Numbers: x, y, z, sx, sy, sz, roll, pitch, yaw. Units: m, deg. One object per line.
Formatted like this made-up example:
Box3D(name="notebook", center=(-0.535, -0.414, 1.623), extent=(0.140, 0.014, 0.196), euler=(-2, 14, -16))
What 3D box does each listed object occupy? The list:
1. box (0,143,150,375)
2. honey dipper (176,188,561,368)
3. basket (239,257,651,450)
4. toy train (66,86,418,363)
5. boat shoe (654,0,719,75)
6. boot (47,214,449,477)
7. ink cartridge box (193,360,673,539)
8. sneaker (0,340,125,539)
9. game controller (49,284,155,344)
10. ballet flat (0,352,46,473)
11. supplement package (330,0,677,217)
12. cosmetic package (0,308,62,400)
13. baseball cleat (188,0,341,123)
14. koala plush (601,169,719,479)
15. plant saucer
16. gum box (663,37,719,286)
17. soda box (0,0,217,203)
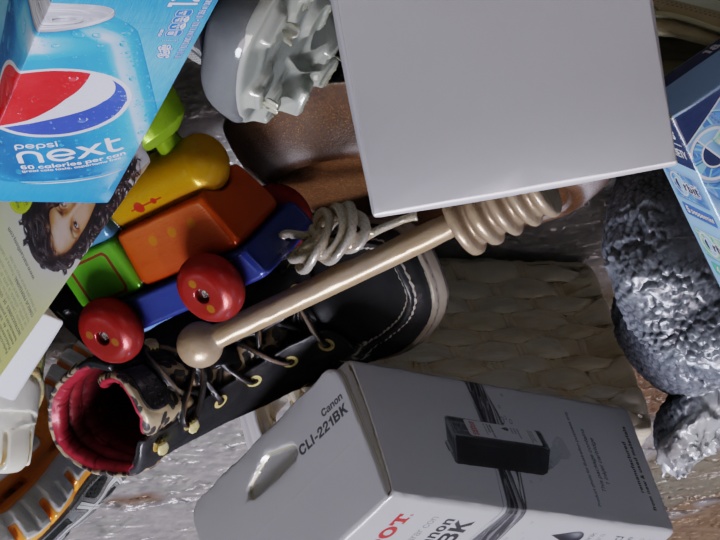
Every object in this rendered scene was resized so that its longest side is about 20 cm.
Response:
Box3D(name="box", center=(-0.166, -0.008, 1.134), extent=(0.050, 0.200, 0.075), euler=(8, 140, 30))
Box3D(name="honey dipper", center=(0.000, 0.000, 1.238), extent=(0.200, 0.038, 0.038), euler=(-27, 150, 20))
Box3D(name="basket", center=(0.047, 0.073, 1.486), extent=(0.200, 0.136, 0.123), euler=(1, 143, -29))
Box3D(name="toy train", center=(-0.074, -0.043, 1.232), extent=(0.200, 0.085, 0.116), euler=(-23, 107, 39))
Box3D(name="boat shoe", center=(0.098, -0.108, 1.214), extent=(0.200, 0.063, 0.073), euler=(-4, 155, -11))
Box3D(name="boot", center=(-0.059, 0.040, 1.328), extent=(0.150, 0.073, 0.200), euler=(-27, -174, -35))
Box3D(name="ink cartridge box", center=(0.037, 0.130, 1.366), extent=(0.200, 0.084, 0.144), euler=(12, 136, -38))
Box3D(name="sneaker", center=(-0.164, 0.103, 1.486), extent=(0.200, 0.078, 0.077), euler=(-37, 163, -37))
Box3D(name="game controller", center=(-0.118, -0.001, 1.402), extent=(0.104, 0.042, 0.200), euler=(-14, 155, 12))
Box3D(name="ballet flat", center=(-0.208, 0.099, 1.368), extent=(0.071, 0.071, 0.200), euler=(22, 109, -47))
Box3D(name="supplement package", center=(0.054, -0.094, 1.072), extent=(0.121, 0.120, 0.200), euler=(-9, -176, 3))
Box3D(name="cosmetic package", center=(-0.251, -0.020, 1.195), extent=(0.200, 0.151, 0.052), euler=(23, 105, -49))
Box3D(name="baseball cleat", center=(-0.062, -0.105, 1.088), extent=(0.106, 0.070, 0.200), euler=(30, 179, 5))
Box3D(name="koala plush", center=(0.190, 0.009, 1.377), extent=(0.183, 0.178, 0.200), euler=(-3, 163, -15))
Box3D(name="plant saucer", center=(0.032, -0.051, 1.291), extent=(0.200, 0.032, 0.200), euler=(2, 167, 0))
Box3D(name="gum box", center=(0.238, -0.039, 1.217), extent=(0.170, 0.045, 0.200), euler=(-34, 115, -11))
Box3D(name="soda box", center=(-0.109, -0.096, 1.030), extent=(0.064, 0.068, 0.200), euler=(0, 158, -18))
